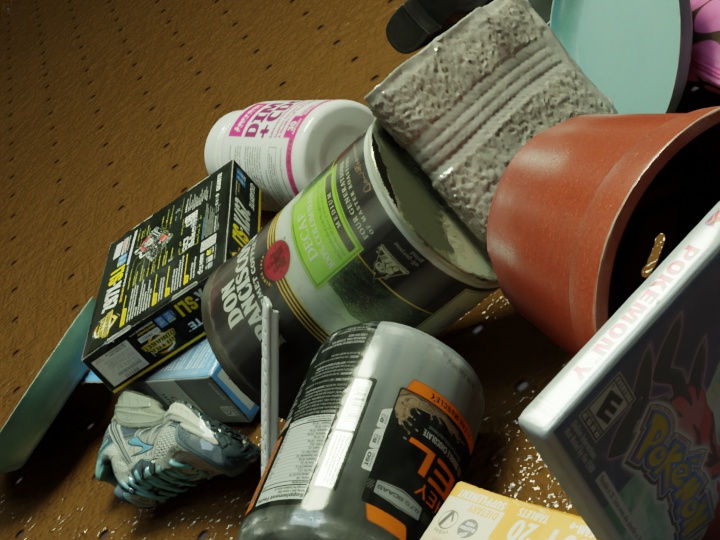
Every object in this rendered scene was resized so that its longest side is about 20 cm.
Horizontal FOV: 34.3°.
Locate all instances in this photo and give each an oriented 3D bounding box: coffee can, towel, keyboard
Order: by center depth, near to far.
[{"bbox_3d":[-0.063,0.120,0.782,0.011,0.201,0.056,0,3,-13],"label":"keyboard"},{"bbox_3d":[0.101,-0.115,0.822,0.200,0.133,0.034,-42,2,-41],"label":"towel"},{"bbox_3d":[0.000,0.000,0.845,0.200,0.146,0.147,-40,24,33],"label":"coffee can"}]

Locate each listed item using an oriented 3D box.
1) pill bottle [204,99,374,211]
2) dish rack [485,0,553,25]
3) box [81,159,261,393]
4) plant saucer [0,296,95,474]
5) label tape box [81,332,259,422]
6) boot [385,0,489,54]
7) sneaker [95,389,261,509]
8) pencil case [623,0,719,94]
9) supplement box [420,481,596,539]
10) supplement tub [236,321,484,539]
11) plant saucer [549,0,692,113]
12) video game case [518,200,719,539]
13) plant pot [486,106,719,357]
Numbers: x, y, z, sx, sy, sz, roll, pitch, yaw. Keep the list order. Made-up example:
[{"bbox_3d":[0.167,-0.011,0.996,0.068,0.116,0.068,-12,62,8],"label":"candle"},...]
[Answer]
[{"bbox_3d":[-0.069,-0.114,1.171,0.113,0.113,0.200,-50,31,-21],"label":"pill bottle"},{"bbox_3d":[0.149,-0.250,1.168,0.153,0.055,0.200,-45,11,-15],"label":"dish rack"},{"bbox_3d":[-0.166,-0.001,1.057,0.159,0.049,0.200,-34,28,15],"label":"box"},{"bbox_3d":[-0.299,0.118,1.119,0.200,0.036,0.200,-55,10,14],"label":"plant saucer"},{"bbox_3d":[-0.142,0.063,1.053,0.199,0.063,0.144,-8,40,46],"label":"label tape box"},{"bbox_3d":[0.137,-0.316,1.224,0.200,0.069,0.188,-41,-2,-41],"label":"boot"},{"bbox_3d":[-0.152,0.156,0.942,0.200,0.078,0.087,-3,56,56],"label":"sneaker"},{"bbox_3d":[0.284,-0.163,0.876,0.093,0.091,0.200,-2,21,-17],"label":"pencil case"},{"bbox_3d":[0.058,0.218,0.597,0.126,0.074,0.200,6,51,48],"label":"supplement box"},{"bbox_3d":[-0.001,0.140,0.726,0.122,0.123,0.200,-15,37,36],"label":"supplement tub"},{"bbox_3d":[0.207,-0.183,0.923,0.027,0.201,0.200,-4,24,-17],"label":"plant saucer"},{"bbox_3d":[0.178,0.067,0.550,0.182,0.200,0.023,-45,36,-12],"label":"video game case"},{"bbox_3d":[0.180,-0.009,0.687,0.201,0.201,0.195,-41,21,-6],"label":"plant pot"}]
